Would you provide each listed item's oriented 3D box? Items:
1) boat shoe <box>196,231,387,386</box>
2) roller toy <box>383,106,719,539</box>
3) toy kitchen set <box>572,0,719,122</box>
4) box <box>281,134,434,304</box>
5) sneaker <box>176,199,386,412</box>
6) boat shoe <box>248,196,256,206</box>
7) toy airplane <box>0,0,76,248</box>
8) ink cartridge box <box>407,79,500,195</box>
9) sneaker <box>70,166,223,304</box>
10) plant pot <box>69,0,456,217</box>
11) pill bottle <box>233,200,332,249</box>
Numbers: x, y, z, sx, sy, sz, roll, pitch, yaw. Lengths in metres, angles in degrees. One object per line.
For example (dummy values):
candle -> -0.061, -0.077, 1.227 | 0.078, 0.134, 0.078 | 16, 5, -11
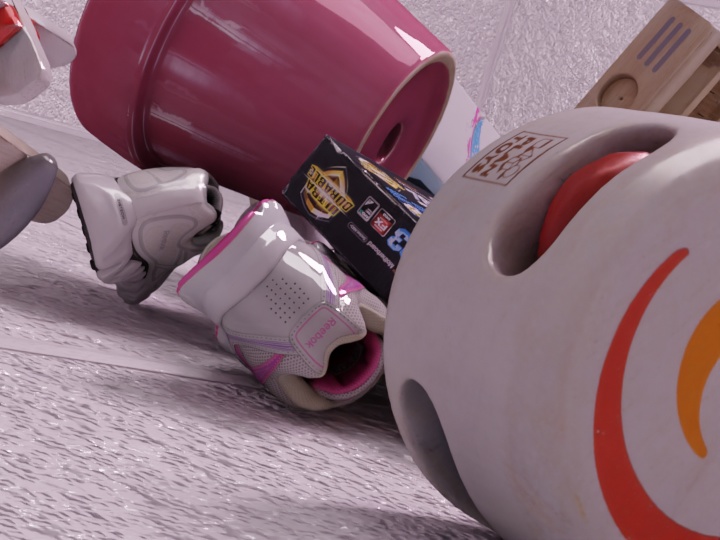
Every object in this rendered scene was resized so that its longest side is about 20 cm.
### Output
boat shoe -> -0.015, 0.025, 0.953 | 0.199, 0.075, 0.066 | 16, 2, -24
roller toy -> 0.109, 0.028, 0.616 | 0.182, 0.201, 0.140 | 8, 7, -27
toy kitchen set -> 0.176, -0.047, 0.905 | 0.163, 0.181, 0.200 | 31, 13, -45
box -> 0.076, 0.024, 0.883 | 0.199, 0.050, 0.200 | 45, 11, 35
sneaker -> -0.026, 0.035, 0.804 | 0.088, 0.081, 0.200 | 46, 2, 15
boat shoe -> -0.052, -0.033, 1.183 | 0.059, 0.072, 0.200 | -10, -18, -8
toy airplane -> -0.237, -0.067, 0.804 | 0.199, 0.142, 0.199 | 2, -24, -18
ink cartridge box -> 0.026, -0.082, 1.207 | 0.147, 0.086, 0.200 | -7, -44, 42
sneaker -> -0.120, -0.025, 0.947 | 0.081, 0.075, 0.200 | -18, -1, -4
plant pot -> -0.048, -0.124, 0.967 | 0.179, 0.201, 0.200 | 33, 8, 16
pill bottle -> 0.000, 0.000, 1.085 | 0.111, 0.111, 0.200 | 21, 5, 39
